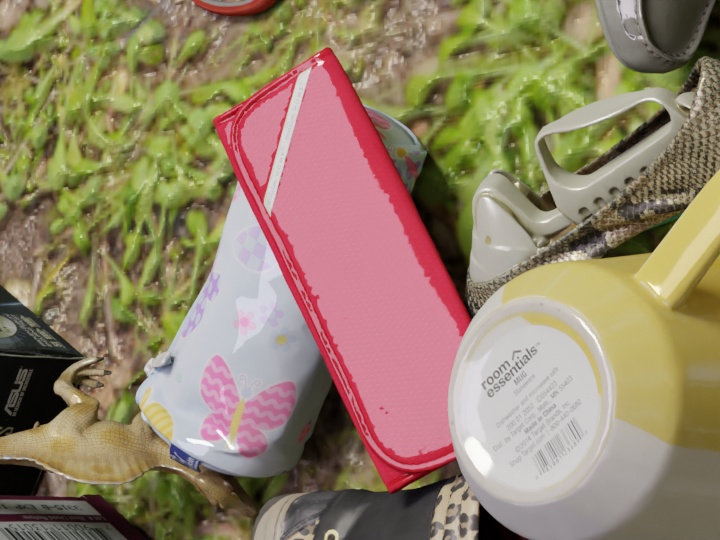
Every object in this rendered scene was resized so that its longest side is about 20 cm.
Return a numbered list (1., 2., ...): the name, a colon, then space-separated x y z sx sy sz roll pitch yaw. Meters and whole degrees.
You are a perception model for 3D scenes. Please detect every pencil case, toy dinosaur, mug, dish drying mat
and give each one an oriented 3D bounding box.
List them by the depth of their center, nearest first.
1. mug: 0.118 0.040 0.939 0.149 0.153 0.187 7 90 42
2. dish drying mat: 0.000 0.000 1.051 0.077 0.018 0.200 -29 80 22
3. pencil case: -0.040 0.005 1.126 0.091 0.083 0.200 29 105 22
4. toy dinosaur: -0.152 0.091 1.178 0.101 0.200 0.058 -104 18 -69

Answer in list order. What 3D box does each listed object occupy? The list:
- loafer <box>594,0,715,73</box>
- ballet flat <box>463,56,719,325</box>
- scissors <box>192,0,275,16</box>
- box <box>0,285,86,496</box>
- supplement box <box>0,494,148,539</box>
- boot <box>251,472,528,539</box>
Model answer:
1. loafer: 0.149 -0.187 0.989 0.070 0.070 0.200 7 90 50
2. ballet flat: 0.100 -0.034 1.012 0.200 0.075 0.068 -37 24 32
3. scissors: -0.018 -0.164 1.173 0.200 0.014 0.073 12 91 40
4. box: -0.276 0.073 1.324 0.200 0.086 0.164 36 108 38
5. supplement box: -0.197 0.229 1.211 0.103 0.131 0.200 35 108 39
6. boot: 0.024 0.191 1.062 0.150 0.073 0.200 -20 67 38
